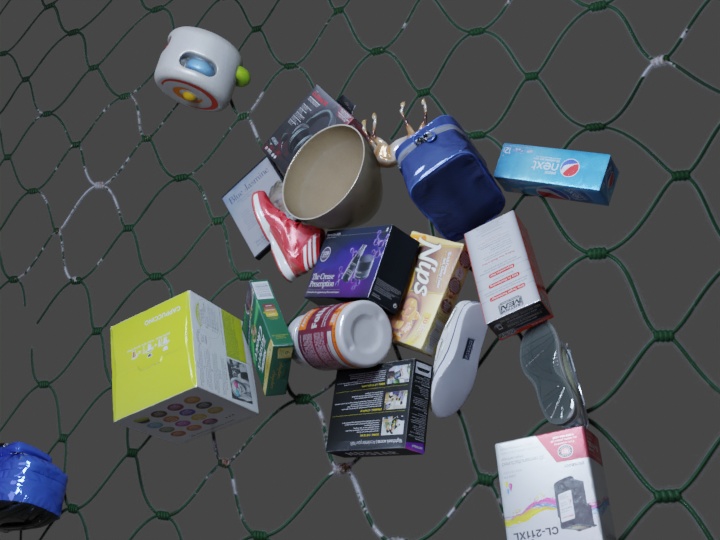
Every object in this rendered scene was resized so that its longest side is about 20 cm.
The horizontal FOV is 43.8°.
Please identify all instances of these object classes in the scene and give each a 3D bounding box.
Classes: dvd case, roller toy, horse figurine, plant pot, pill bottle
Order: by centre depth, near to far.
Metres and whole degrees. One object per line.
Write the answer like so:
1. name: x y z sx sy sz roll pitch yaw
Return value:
1. pill bottle: -0.044 0.118 1.579 0.199 0.113 0.116 -13 59 55
2. plant pot: -0.032 -0.158 1.714 0.199 0.134 0.203 -21 53 32
3. horse figurine: 0.069 -0.252 1.747 0.198 0.050 0.134 -16 81 15
4. dvd case: -0.205 -0.136 1.891 0.142 0.018 0.201 -41 53 10
5. roller toy: -0.371 -0.449 2.034 0.198 0.182 0.141 8 73 34

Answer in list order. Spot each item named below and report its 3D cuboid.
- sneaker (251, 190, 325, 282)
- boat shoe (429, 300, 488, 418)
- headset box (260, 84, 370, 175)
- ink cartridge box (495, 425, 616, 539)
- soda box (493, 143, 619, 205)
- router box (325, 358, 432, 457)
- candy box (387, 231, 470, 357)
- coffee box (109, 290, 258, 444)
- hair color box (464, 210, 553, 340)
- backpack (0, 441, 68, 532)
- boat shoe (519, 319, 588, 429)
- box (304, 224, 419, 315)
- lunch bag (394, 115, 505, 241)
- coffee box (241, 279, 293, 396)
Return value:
1. sneaker: -0.134 -0.087 1.787 0.114 0.078 0.202 -26 80 6
2. boat shoe: 0.156 0.146 1.510 0.066 0.071 0.203 15 89 66
3. headset box: -0.087 -0.273 1.845 0.200 0.077 0.149 -47 52 6
4. ink cartridge box: 0.290 0.349 1.321 0.144 0.083 0.202 -17 60 23
5. soda box: 0.335 -0.166 1.543 0.198 0.064 0.069 12 75 35
6. router box: 0.030 0.236 1.521 0.199 0.051 0.151 -14 60 46
7. candy box: 0.111 0.040 1.591 0.114 0.055 0.202 16 77 36
8. coffee box: -0.338 0.190 1.710 0.198 0.198 0.202 -23 58 20
9. hair color box: 0.245 0.006 1.500 0.101 0.061 0.202 -25 46 20
10. backpack: -0.711 0.442 1.847 0.198 0.162 0.170 -11 60 28
11. boat shoe: 0.307 0.165 1.407 0.074 0.065 0.203 -39 39 22
12. box: 0.000 0.000 1.626 0.199 0.079 0.143 -3 61 52
13. lunch bag: 0.149 -0.170 1.570 0.135 0.200 0.133 -32 42 12
14. coffee box: -0.175 0.122 1.671 0.201 0.043 0.124 -118 33 -48
